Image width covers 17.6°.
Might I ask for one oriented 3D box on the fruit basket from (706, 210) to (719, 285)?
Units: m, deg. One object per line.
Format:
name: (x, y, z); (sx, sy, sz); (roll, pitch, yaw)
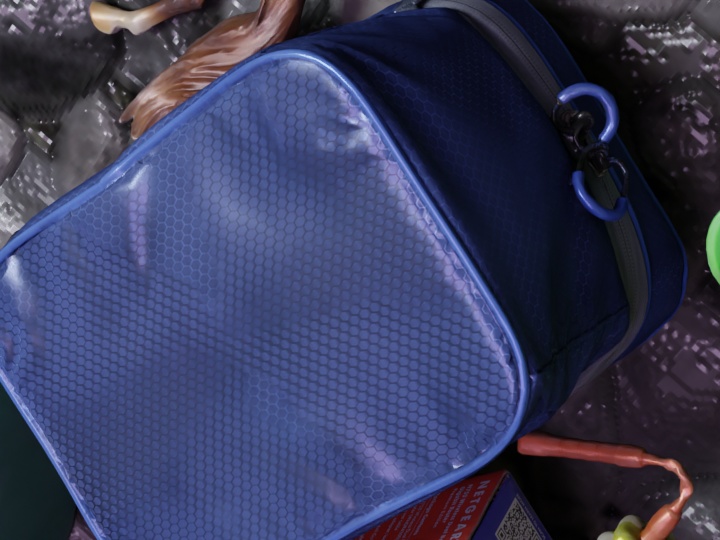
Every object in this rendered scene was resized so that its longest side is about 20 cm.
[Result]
fruit basket: (0.180, 0.051, 0.606); (0.155, 0.216, 0.216); (-31, 96, 35)

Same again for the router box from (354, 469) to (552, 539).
router box: (0.021, 0.178, 0.814); (0.179, 0.049, 0.200); (-17, 114, 36)

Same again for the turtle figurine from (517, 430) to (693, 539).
turtle figurine: (0.134, 0.132, 0.735); (0.199, 0.064, 0.162); (14, 88, 4)

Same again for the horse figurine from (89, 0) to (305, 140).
horse figurine: (-0.062, -0.140, 0.735); (0.132, 0.050, 0.201); (-7, 108, 35)

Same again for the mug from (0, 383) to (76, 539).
mug: (-0.189, 0.098, 0.872); (0.185, 0.114, 0.152); (48, 125, 0)

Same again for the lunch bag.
lunch bag: (0.000, 0.000, 0.717); (0.200, 0.132, 0.136); (-31, 90, 34)

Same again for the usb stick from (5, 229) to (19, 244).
usb stick: (-0.051, 0.056, 0.830); (0.200, 0.033, 0.056); (36, 123, 8)
